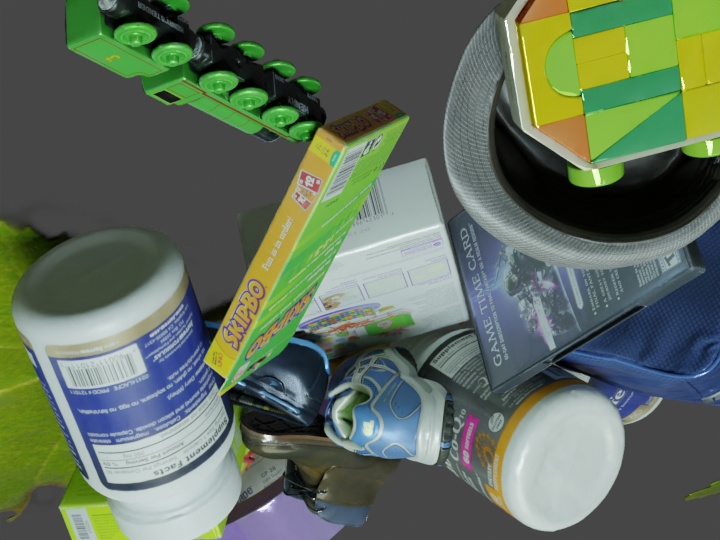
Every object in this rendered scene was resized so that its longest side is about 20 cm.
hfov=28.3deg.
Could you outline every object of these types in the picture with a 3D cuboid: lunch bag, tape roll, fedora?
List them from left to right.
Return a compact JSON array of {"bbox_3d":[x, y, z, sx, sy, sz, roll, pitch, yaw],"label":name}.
[{"bbox_3d":[-0.083,0.207,1.333,0.198,0.066,0.200,-29,-165,8],"label":"tape roll"},{"bbox_3d":[0.139,-0.095,0.867,0.197,0.179,0.090,8,-165,-10],"label":"fedora"},{"bbox_3d":[0.212,0.022,1.102,0.198,0.137,0.132,15,170,29],"label":"lunch bag"}]

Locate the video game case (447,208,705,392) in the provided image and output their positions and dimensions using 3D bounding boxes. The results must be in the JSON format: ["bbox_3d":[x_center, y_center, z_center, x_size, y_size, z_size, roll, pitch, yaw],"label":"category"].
[{"bbox_3d":[0.145,-0.019,1.012,0.019,0.145,0.200,7,148,-38],"label":"video game case"}]

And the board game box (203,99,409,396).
[{"bbox_3d":[-0.038,-0.013,0.916,0.095,0.030,0.202,-33,153,-59],"label":"board game box"}]

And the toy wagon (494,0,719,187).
[{"bbox_3d":[0.175,-0.136,0.783,0.197,0.040,0.157,-14,113,-3],"label":"toy wagon"}]

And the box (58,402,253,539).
[{"bbox_3d":[-0.151,0.132,1.137,0.120,0.201,0.048,-6,123,12],"label":"box"}]

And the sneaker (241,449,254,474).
[{"bbox_3d":[-0.111,0.144,1.288,0.077,0.091,0.200,7,148,-39],"label":"sneaker"}]

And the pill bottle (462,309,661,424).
[{"bbox_3d":[0.185,0.076,1.286,0.115,0.117,0.199,-32,151,35],"label":"pill bottle"}]

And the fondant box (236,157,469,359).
[{"bbox_3d":[0.000,0.000,1.075,0.142,0.059,0.200,-16,156,3],"label":"fondant box"}]

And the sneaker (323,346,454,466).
[{"bbox_3d":[0.006,0.098,1.100,0.076,0.077,0.200,5,-178,-18],"label":"sneaker"}]

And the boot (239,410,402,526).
[{"bbox_3d":[-0.035,0.167,1.177,0.199,0.074,0.098,10,103,-50],"label":"boot"}]

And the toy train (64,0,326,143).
[{"bbox_3d":[-0.088,-0.111,0.798,0.056,0.042,0.199,-16,159,27],"label":"toy train"}]

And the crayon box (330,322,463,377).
[{"bbox_3d":[0.059,0.092,1.327,0.126,0.051,0.199,-28,153,27],"label":"crayon box"}]

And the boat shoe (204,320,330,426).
[{"bbox_3d":[-0.124,0.077,1.086,0.197,0.070,0.084,5,161,13],"label":"boat shoe"}]

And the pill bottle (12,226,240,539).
[{"bbox_3d":[-0.151,0.082,0.967,0.114,0.116,0.202,-15,123,-1],"label":"pill bottle"}]

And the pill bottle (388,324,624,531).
[{"bbox_3d":[0.105,0.113,1.130,0.115,0.118,0.199,2,-164,-35],"label":"pill bottle"}]
